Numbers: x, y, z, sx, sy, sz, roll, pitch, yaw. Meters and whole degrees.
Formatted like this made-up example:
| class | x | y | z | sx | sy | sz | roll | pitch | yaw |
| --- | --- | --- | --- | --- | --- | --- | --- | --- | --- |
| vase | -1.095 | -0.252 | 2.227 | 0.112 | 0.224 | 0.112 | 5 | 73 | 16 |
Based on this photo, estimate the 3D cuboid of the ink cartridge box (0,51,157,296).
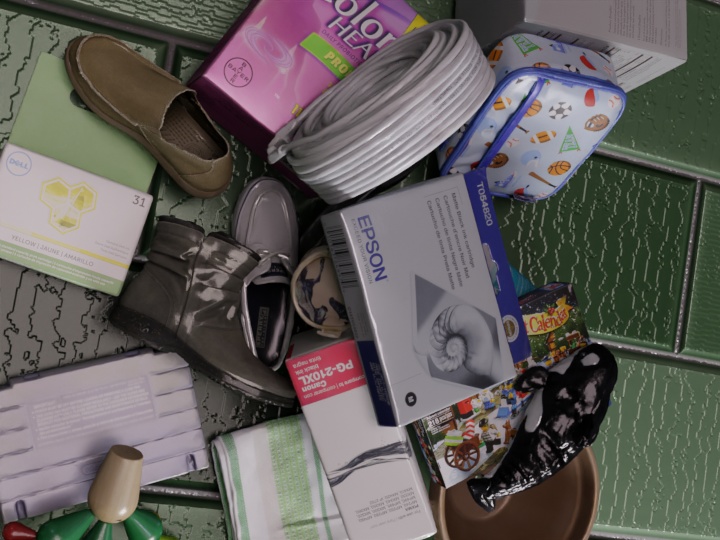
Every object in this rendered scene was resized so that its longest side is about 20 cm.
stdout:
| class | x | y | z | sx | sy | sz | roll | pitch | yaw |
| --- | --- | --- | --- | --- | --- | --- | --- | --- | --- |
| ink cartridge box | -0.267 | -0.092 | 1.019 | 0.145 | 0.048 | 0.200 | 21 | 84 | -20 |

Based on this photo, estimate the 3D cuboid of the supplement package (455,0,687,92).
| class | x | y | z | sx | sy | sz | roll | pitch | yaw |
| --- | --- | --- | --- | --- | --- | --- | --- | --- | --- |
| supplement package | 0.223 | -0.289 | 1.157 | 0.200 | 0.151 | 0.152 | 8 | 77 | -22 |

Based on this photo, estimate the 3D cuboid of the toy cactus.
| class | x | y | z | sx | sy | sz | roll | pitch | yaw |
| --- | --- | --- | --- | --- | --- | --- | --- | --- | --- |
| toy cactus | -0.239 | 0.237 | 0.991 | 0.200 | 0.102 | 0.165 | 12 | 103 | -35 |

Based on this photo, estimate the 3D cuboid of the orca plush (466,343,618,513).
| class | x | y | z | sx | sy | sz | roll | pitch | yaw |
| --- | --- | --- | --- | --- | --- | --- | --- | --- | --- |
| orca plush | 0.186 | 0.152 | 1.033 | 0.200 | 0.071 | 0.105 | -33 | 104 | -15 |

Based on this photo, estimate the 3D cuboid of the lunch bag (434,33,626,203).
| class | x | y | z | sx | sy | sz | roll | pitch | yaw |
| --- | --- | --- | --- | --- | --- | --- | --- | --- | --- |
| lunch bag | 0.168 | -0.151 | 1.126 | 0.160 | 0.200 | 0.076 | 6 | 52 | -24 |

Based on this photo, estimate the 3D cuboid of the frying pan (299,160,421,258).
| class | x | y | z | sx | sy | sz | roll | pitch | yaw |
| --- | --- | --- | --- | --- | --- | --- | --- | --- | --- |
| frying pan | 0.003 | -0.077 | 1.097 | 0.031 | 0.115 | 0.190 | 44 | 73 | 2 |

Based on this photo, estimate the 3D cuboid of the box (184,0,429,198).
| class | x | y | z | sx | sy | sz | roll | pitch | yaw |
| --- | --- | --- | --- | --- | --- | --- | --- | --- | --- |
| box | -0.045 | -0.205 | 1.084 | 0.176 | 0.097 | 0.200 | 40 | 75 | -17 |

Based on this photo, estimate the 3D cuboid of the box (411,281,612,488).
| class | x | y | z | sx | sy | sz | roll | pitch | yaw |
| --- | --- | --- | --- | --- | --- | --- | --- | --- | --- |
| box | 0.141 | 0.111 | 1.074 | 0.200 | 0.038 | 0.137 | -23 | 100 | -17 |

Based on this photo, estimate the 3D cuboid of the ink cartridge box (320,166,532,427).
| class | x | y | z | sx | sy | sz | roll | pitch | yaw |
| --- | --- | --- | --- | --- | --- | --- | --- | --- | --- |
| ink cartridge box | 0.076 | 0.018 | 0.980 | 0.200 | 0.041 | 0.200 | -20 | 97 | -34 |

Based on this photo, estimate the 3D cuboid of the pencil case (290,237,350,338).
| class | x | y | z | sx | sy | sz | roll | pitch | yaw |
| --- | --- | --- | --- | --- | --- | --- | --- | --- | --- |
| pencil case | 0.000 | 0.000 | 1.052 | 0.078 | 0.200 | 0.090 | -7 | 103 | 22 |

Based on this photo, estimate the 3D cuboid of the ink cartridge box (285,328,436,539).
| class | x | y | z | sx | sy | sz | roll | pitch | yaw |
| --- | --- | --- | --- | --- | --- | --- | --- | --- | --- |
| ink cartridge box | 0.000 | 0.154 | 1.039 | 0.084 | 0.145 | 0.200 | -19 | 95 | 1 |

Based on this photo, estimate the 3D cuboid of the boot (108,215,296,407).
| class | x | y | z | sx | sy | sz | roll | pitch | yaw |
| --- | --- | --- | --- | --- | --- | --- | --- | --- | --- |
| boot | -0.127 | 0.036 | 1.020 | 0.200 | 0.068 | 0.131 | 29 | 82 | -4 |

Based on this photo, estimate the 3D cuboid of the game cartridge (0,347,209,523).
| class | x | y | z | sx | sy | sz | roll | pitch | yaw |
| --- | --- | --- | --- | --- | --- | --- | --- | --- | --- |
| game cartridge | -0.254 | 0.151 | 1.029 | 0.200 | 0.038 | 0.130 | -12 | 90 | -22 |

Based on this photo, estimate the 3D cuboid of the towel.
| class | x | y | z | sx | sy | sz | roll | pitch | yaw |
| --- | --- | --- | --- | --- | --- | --- | --- | --- | --- |
| towel | -0.046 | 0.221 | 1.114 | 0.200 | 0.031 | 0.149 | -11 | 94 | -22 |

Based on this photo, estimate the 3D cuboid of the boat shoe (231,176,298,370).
| class | x | y | z | sx | sy | sz | roll | pitch | yaw |
| --- | --- | --- | --- | --- | --- | --- | --- | --- | --- |
| boat shoe | -0.089 | 0.004 | 1.080 | 0.073 | 0.065 | 0.200 | -1 | 90 | -22 |

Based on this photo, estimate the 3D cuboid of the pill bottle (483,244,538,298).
| class | x | y | z | sx | sy | sz | roll | pitch | yaw |
| --- | --- | --- | --- | --- | --- | --- | --- | --- | --- |
| pill bottle | 0.157 | 0.063 | 1.156 | 0.200 | 0.111 | 0.111 | 41 | 75 | -17 |

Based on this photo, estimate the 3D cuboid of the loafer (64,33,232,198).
| class | x | y | z | sx | sy | sz | roll | pitch | yaw |
| --- | --- | --- | --- | --- | --- | --- | --- | --- | --- |
| loafer | -0.192 | -0.157 | 1.022 | 0.200 | 0.067 | 0.076 | 41 | 55 | -8 |

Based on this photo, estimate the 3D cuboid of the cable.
| class | x | y | z | sx | sy | sz | roll | pitch | yaw |
| --- | --- | --- | --- | --- | --- | --- | --- | --- | --- |
| cable | 0.025 | -0.141 | 0.953 | 0.200 | 0.200 | 0.069 | -43 | 110 | -15 |

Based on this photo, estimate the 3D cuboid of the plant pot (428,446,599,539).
| class | x | y | z | sx | sy | sz | roll | pitch | yaw |
| --- | --- | --- | --- | --- | --- | --- | --- | --- | --- |
| plant pot | 0.150 | 0.235 | 1.158 | 0.201 | 0.093 | 0.201 | -1 | 91 | -24 |
